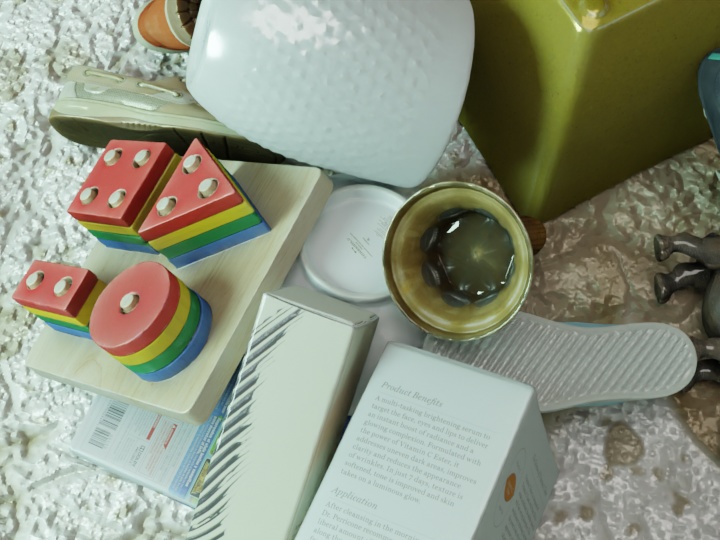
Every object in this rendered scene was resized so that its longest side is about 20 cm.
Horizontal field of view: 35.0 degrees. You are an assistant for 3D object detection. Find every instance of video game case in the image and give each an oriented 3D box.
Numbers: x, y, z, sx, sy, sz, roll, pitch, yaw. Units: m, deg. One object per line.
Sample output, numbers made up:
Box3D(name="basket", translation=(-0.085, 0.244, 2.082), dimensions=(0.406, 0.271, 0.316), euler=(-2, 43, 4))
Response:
Box3D(name="video game case", translation=(-0.097, 0.111, 0.858), dimensions=(0.199, 0.018, 0.144), euler=(22, 69, 10))

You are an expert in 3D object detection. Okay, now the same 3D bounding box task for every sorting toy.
Box3D(name="sorting toy", translation=(-0.150, -0.010, 0.829), dimensions=(0.198, 0.070, 0.201), euler=(9, 63, 41))

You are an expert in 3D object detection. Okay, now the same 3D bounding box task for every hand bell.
Box3D(name="hand bell", translation=(0.101, -0.020, 0.828), dimensions=(0.104, 0.200, 0.105), euler=(4, 100, 24))

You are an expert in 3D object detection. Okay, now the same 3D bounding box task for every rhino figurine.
Box3D(name="rhino figurine", translation=(0.282, 0.062, 0.851), dimensions=(0.087, 0.060, 0.201), euler=(-10, 69, 0))

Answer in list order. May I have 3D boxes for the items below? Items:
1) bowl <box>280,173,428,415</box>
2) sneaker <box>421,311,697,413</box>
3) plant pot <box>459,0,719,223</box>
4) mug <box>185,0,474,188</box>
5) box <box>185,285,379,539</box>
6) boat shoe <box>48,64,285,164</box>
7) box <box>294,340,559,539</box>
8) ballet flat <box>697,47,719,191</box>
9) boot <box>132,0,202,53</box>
Box3D(name="bowl", translation=(0.000, 0.000, 0.853), dimensions=(0.200, 0.090, 0.202), euler=(1, 62, -2))
Box3D(name="sneaker", translation=(0.137, 0.072, 0.835), dimensions=(0.199, 0.082, 0.074), euler=(5, 78, -8))
Box3D(name="plant pot", translation=(0.174, -0.192, 0.883), dimensions=(0.195, 0.200, 0.195), euler=(-27, 69, -9))
Box3D(name="mug", translation=(-0.021, -0.173, 0.805), dimensions=(0.174, 0.148, 0.201), euler=(12, 105, -17))
Box3D(name="box", translation=(-0.054, 0.116, 0.768), dimensions=(0.068, 0.082, 0.201), euler=(19, 96, 11))
Box3D(name="boat shoe", translation=(-0.153, -0.129, 0.933), dimensions=(0.199, 0.072, 0.065), euler=(9, 69, 11))
Box3D(name="box", translation=(0.040, 0.176, 0.746), dimensions=(0.106, 0.152, 0.201), euler=(16, 66, 24))
Box3D(name="ballet flat", translation=(0.299, -0.090, 0.868), dimensions=(0.073, 0.200, 0.073), euler=(-20, 40, 18))
Box3D(name="boot", translation=(-0.098, -0.232, 0.971), dimensions=(0.199, 0.107, 0.075), euler=(-24, 102, -36))
